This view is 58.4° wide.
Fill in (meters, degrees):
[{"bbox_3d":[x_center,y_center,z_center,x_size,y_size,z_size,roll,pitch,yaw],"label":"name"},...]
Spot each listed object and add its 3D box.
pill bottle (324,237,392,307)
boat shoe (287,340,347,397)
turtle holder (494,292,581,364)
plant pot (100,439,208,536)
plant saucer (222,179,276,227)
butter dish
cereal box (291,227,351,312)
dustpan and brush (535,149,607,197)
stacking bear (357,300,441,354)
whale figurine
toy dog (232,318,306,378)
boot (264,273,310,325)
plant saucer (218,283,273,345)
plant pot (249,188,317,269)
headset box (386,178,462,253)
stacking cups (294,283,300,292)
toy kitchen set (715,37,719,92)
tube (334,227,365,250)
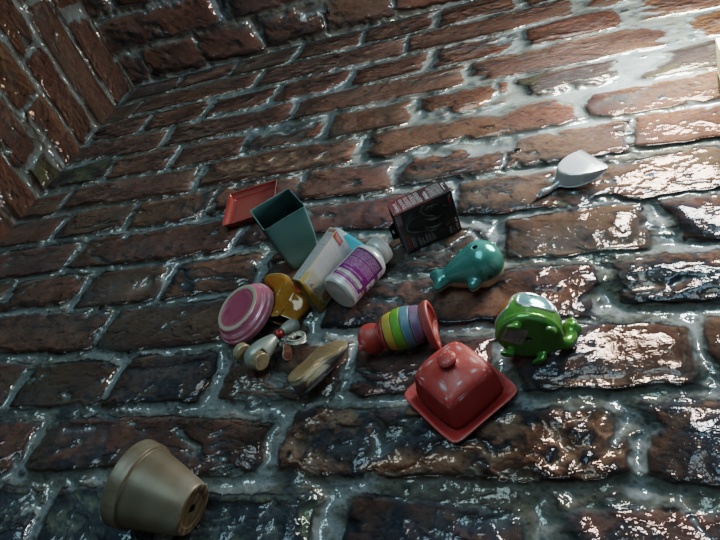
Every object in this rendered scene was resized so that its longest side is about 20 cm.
[{"bbox_3d":[0.000,0.000,1.816,0.112,0.113,0.200,20,57,41],"label":"pill bottle"},{"bbox_3d":[-0.102,0.246,1.630,0.072,0.065,0.200,1,26,40],"label":"boat shoe"},{"bbox_3d":[0.398,0.117,1.455,0.184,0.141,0.132,-9,40,21],"label":"turtle holder"},{"bbox_3d":[-0.444,0.503,1.438,0.172,0.201,0.201,16,52,19],"label":"plant pot"},{"bbox_3d":[-0.396,-0.237,2.349,0.198,0.037,0.201,-15,41,11],"label":"plant saucer"},{"bbox_3d":[0.205,0.235,1.416,0.199,0.148,0.200,-35,40,-14],"label":"butter dish"},{"bbox_3d":[-0.098,-0.003,1.829,0.039,0.144,0.200,12,57,38],"label":"cereal box"},{"bbox_3d":[0.594,-0.269,1.870,0.199,0.057,0.140,-22,37,-8],"label":"dustpan and brush"},{"bbox_3d":[0.088,0.153,1.608,0.199,0.114,0.122,-18,39,15],"label":"stacking bear"},{"bbox_3d":[0.276,-0.012,1.693,0.199,0.104,0.160,-17,40,9],"label":"whale figurine"},{"bbox_3d":[-0.239,0.218,1.733,0.199,0.097,0.132,-20,34,-18],"label":"toy dog"},{"bbox_3d":[-0.235,0.086,1.872,0.200,0.071,0.144,13,49,31],"label":"boot"},{"bbox_3d":[-0.341,0.118,1.863,0.200,0.051,0.202,-24,45,27],"label":"plant saucer"},{"bbox_3d":[-0.221,-0.115,1.990,0.141,0.201,0.141,-31,40,-9],"label":"plant pot"},{"bbox_3d":[0.177,-0.152,1.867,0.199,0.149,0.077,-24,38,-1],"label":"headset box"},{"bbox_3d":[-0.115,-0.004,1.879,0.060,0.061,0.200,8,33,34],"label":"stacking cups"},{"bbox_3d":[1.127,-0.562,1.812,0.199,0.181,0.164,-10,42,24],"label":"toy kitchen set"},{"bbox_3d":[-0.024,-0.068,1.961,0.078,0.050,0.200,-47,47,-4],"label":"tube"}]
